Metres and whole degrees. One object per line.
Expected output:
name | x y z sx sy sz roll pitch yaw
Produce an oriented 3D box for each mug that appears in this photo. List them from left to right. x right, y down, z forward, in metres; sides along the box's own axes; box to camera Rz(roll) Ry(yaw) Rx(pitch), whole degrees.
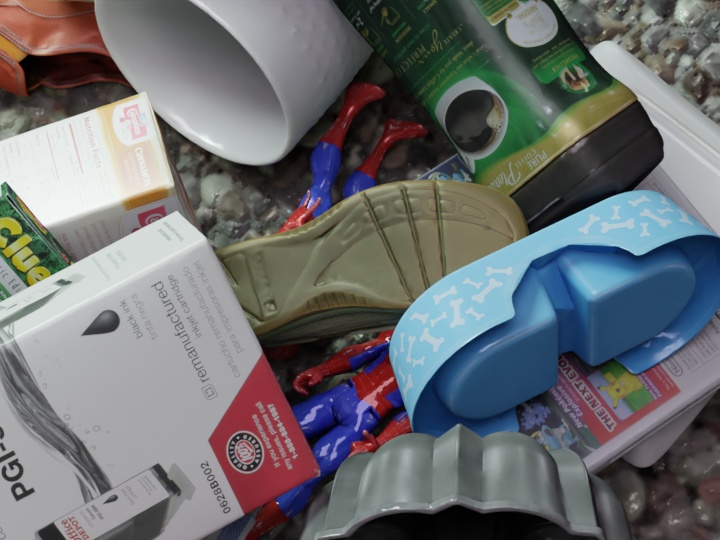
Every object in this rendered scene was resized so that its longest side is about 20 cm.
mug | -0.060 -0.194 1.301 0.147 0.200 0.176 10 51 46

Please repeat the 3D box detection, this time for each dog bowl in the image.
dog bowl | 0.104 0.024 1.177 0.199 0.112 0.050 -26 56 -13

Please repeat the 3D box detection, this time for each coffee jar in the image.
coffee jar | 0.077 -0.112 1.216 0.085 0.104 0.200 -33 86 -39

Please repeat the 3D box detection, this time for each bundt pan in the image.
bundt pan | 0.056 0.154 1.166 0.200 0.203 0.076 -2 48 5

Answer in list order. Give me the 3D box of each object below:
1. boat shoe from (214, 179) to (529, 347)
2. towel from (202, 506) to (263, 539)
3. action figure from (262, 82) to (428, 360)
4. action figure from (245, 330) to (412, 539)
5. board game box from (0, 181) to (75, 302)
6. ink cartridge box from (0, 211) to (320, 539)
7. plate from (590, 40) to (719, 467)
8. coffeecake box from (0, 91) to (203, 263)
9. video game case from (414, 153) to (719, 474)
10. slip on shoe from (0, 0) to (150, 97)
boat shoe | 0.000 0.003 1.219 0.200 0.063 0.074 -19 74 13
towel | -0.167 0.138 1.190 0.199 0.024 0.147 31 90 -18
action figure | -0.027 -0.015 1.299 0.052 0.065 0.201 11 67 49
action figure | -0.010 0.086 1.263 0.200 0.052 0.065 -37 65 -10
board game box | -0.172 0.057 1.199 0.105 0.200 0.023 -34 25 7
ink cartridge box | -0.143 0.083 1.130 0.199 0.083 0.147 -29 107 -9
plate | 0.156 -0.018 1.299 0.199 0.032 0.200 40 78 17
coffeecake box | -0.190 -0.001 1.258 0.199 0.154 0.073 -18 56 -1
video game case | 0.115 0.008 1.252 0.182 0.023 0.200 -32 71 -15
slip on shoe | -0.219 -0.140 1.364 0.199 0.074 0.062 0 73 1
